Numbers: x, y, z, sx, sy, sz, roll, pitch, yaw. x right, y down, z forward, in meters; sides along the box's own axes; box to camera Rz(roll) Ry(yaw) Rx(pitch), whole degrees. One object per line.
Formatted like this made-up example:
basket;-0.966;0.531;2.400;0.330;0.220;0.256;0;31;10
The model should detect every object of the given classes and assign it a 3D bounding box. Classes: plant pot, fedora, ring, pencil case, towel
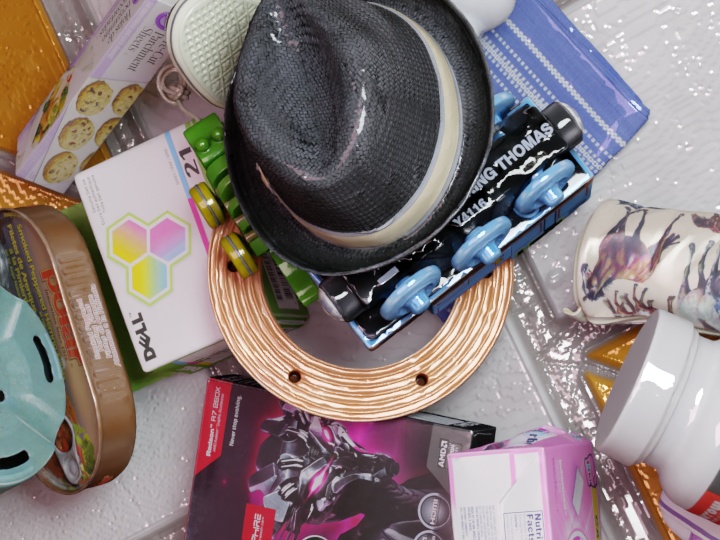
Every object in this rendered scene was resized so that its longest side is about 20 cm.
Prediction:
plant pot;-0.313;0.097;1.734;0.196;0.200;0.201;-21;81;37
fedora;-0.017;-0.101;1.552;0.200;0.092;0.201;-9;69;24
ring;0.000;0.000;1.695;0.200;0.019;0.201;0;80;-2
pencil case;0.231;0.010;1.627;0.199;0.078;0.090;9;69;19
towel;0.078;-0.085;1.720;0.200;0.024;0.145;-45;77;15

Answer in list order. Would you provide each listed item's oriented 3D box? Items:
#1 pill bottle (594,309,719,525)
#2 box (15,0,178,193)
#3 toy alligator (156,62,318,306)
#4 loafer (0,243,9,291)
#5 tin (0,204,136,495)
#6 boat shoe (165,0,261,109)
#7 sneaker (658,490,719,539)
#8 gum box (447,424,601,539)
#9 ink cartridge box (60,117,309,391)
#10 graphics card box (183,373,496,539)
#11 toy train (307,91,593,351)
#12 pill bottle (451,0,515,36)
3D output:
pill bottle;0.250;0.106;1.569;0.200;0.116;0.116;24;97;-2
box;-0.172;-0.128;1.751;0.200;0.041;0.039;-47;34;39
toy alligator;-0.084;-0.064;1.666;0.059;0.054;0.200;-31;69;-3
loafer;-0.326;0.003;1.805;0.200;0.072;0.073;-1;95;40
tin;-0.208;0.052;1.770;0.112;0.042;0.201;-27;78;55
boat shoe;-0.082;-0.144;1.682;0.062;0.200;0.075;27;96;23
sneaker;0.247;0.224;1.622;0.200;0.073;0.114;39;106;18
gum box;0.110;0.199;1.648;0.066;0.113;0.201;-6;87;21
ink cartridge box;-0.156;0.004;1.771;0.200;0.076;0.148;-24;81;17
graphics card box;-0.016;0.147;1.725;0.199;0.051;0.126;11;94;22
toy train;0.058;-0.030;1.633;0.200;0.114;0.087;-39;75;-6
pill bottle;0.051;-0.218;1.665;0.112;0.112;0.201;6;79;20
